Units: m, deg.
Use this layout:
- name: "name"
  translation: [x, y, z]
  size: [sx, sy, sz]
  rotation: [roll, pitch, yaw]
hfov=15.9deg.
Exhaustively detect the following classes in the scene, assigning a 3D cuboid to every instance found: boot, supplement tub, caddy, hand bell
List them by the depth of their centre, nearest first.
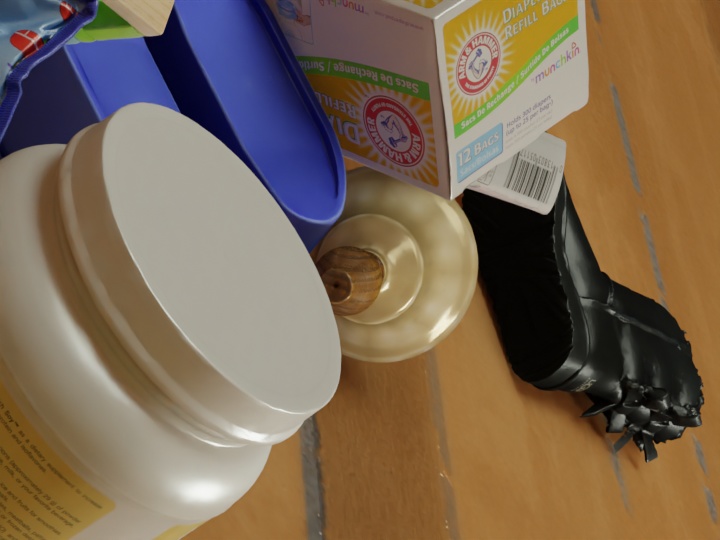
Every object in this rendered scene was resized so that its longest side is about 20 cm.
- name: "supplement tub"
  translation: [-0.121, 0.046, 0.907]
  size: [0.145, 0.199, 0.146]
  rotation: [44, 26, -27]
- name: "caddy"
  translation: [-0.100, -0.059, 1.219]
  size: [0.141, 0.105, 0.201]
  rotation: [-15, 71, -41]
- name: "hand bell"
  translation: [0.000, 0.000, 1.264]
  size: [0.105, 0.104, 0.200]
  rotation: [57, 6, 2]
- name: "boot"
  translation: [0.147, 0.014, 1.645]
  size: [0.162, 0.073, 0.200]
  rotation: [25, 45, -48]

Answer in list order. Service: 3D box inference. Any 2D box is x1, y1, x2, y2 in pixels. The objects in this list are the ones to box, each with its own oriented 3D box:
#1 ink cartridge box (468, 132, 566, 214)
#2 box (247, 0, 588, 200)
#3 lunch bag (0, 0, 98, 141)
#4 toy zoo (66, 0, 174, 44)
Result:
- name: "ink cartridge box"
  translation: [-0.005, -0.089, 1.429]
  size: [0.162, 0.199, 0.058]
  rotation: [15, 89, -58]
- name: "box"
  translation: [0.003, -0.130, 1.278]
  size: [0.112, 0.199, 0.102]
  rotation: [-36, 134, -35]
- name: "lunch bag"
  translation: [-0.224, -0.121, 0.973]
  size: [0.200, 0.150, 0.094]
  rotation: [41, 66, -24]
- name: "toy zoo"
  translation: [-0.188, -0.131, 1.045]
  size: [0.131, 0.199, 0.021]
  rotation: [38, 62, -44]
